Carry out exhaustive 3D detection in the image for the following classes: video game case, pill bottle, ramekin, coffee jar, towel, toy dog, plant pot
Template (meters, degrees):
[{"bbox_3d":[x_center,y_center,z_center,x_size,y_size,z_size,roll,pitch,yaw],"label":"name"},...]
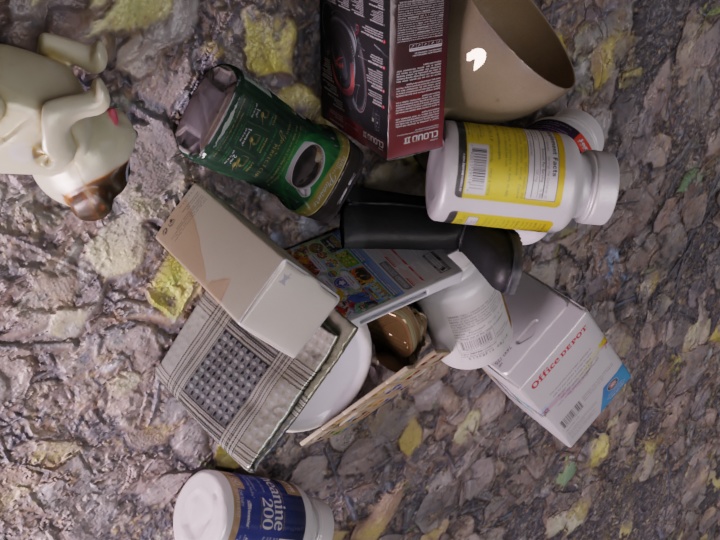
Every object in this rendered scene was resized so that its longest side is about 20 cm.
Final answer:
[{"bbox_3d":[0.000,0.000,1.077,0.199,0.143,0.018,-22,138,-26],"label":"video game case"},{"bbox_3d":[0.127,0.025,1.207,0.114,0.114,0.201,-36,131,-15],"label":"pill bottle"},{"bbox_3d":[-0.075,0.103,1.111,0.201,0.094,0.204,-18,125,-29],"label":"ramekin"},{"bbox_3d":[-0.090,-0.129,0.975,0.199,0.085,0.105,26,96,-42],"label":"coffee jar"},{"bbox_3d":[-0.131,0.324,1.182,0.199,0.111,0.112,21,101,-42],"label":"pill bottle"},{"bbox_3d":[-0.121,0.086,1.004,0.201,0.192,0.034,-54,144,1],"label":"towel"},{"bbox_3d":[0.178,-0.100,1.016,0.198,0.112,0.112,6,114,-7],"label":"pill bottle"},{"bbox_3d":[-0.287,-0.121,0.800,0.199,0.140,0.194,26,110,-43],"label":"toy dog"},{"bbox_3d":[0.236,-0.129,1.178,0.200,0.111,0.112,-44,137,-40],"label":"pill bottle"},{"bbox_3d":[0.125,-0.240,1.027,0.199,0.202,0.134,17,135,-41],"label":"plant pot"}]

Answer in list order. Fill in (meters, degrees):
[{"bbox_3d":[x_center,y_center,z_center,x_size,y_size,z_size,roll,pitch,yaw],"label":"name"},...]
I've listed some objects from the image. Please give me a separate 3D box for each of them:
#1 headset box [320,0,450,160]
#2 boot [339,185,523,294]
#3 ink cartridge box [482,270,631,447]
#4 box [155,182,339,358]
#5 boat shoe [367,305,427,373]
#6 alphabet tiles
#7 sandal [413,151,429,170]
[{"bbox_3d":[0.021,-0.220,0.965,0.074,0.149,0.202,-15,122,-26],"label":"headset box"},{"bbox_3d":[0.075,-0.037,1.049,0.198,0.165,0.066,8,117,-8],"label":"boot"},{"bbox_3d":[0.272,0.129,1.352,0.147,0.146,0.200,-48,133,-4],"label":"ink cartridge box"},{"bbox_3d":[-0.120,-0.004,0.944,0.078,0.200,0.095,-52,133,0],"label":"box"},{"bbox_3d":[0.050,0.074,1.180,0.065,0.071,0.200,-59,166,-19],"label":"boat shoe"},{"bbox_3d":[0.027,0.161,1.181,0.199,0.008,0.167,-37,166,11],"label":"alphabet tiles"},{"bbox_3d":[0.133,-0.130,1.164,0.080,0.054,0.200,-47,133,-5],"label":"sandal"}]
